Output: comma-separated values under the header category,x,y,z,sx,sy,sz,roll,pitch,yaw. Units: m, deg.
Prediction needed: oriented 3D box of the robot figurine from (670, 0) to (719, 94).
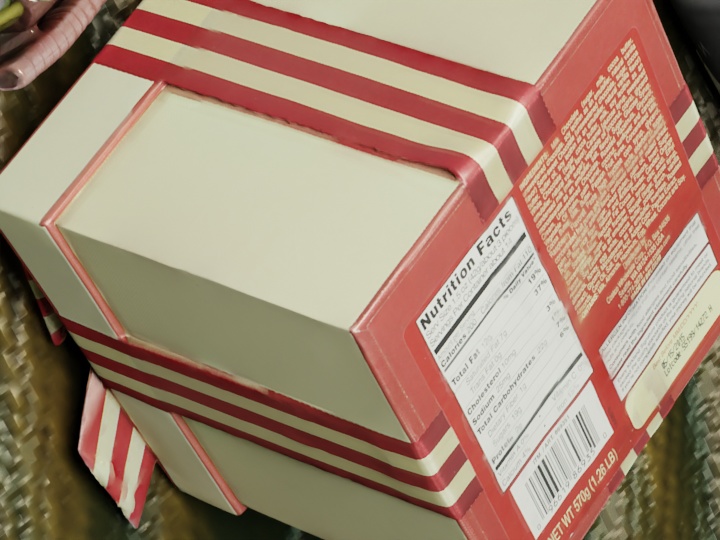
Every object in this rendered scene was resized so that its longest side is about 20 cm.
category,x,y,z,sx,sy,sz,roll,pitch,yaw
robot figurine,0.196,-0.093,1.121,0.150,0.125,0.200,-41,116,-16

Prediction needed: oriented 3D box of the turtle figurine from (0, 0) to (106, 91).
category,x,y,z,sx,sy,sz,roll,pitch,yaw
turtle figurine,-0.151,-0.109,0.852,0.143,0.200,0.194,33,75,3

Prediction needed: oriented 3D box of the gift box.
category,x,y,z,sx,sy,sz,roll,pitch,yaw
gift box,0.000,0.000,0.946,0.185,0.186,0.201,-49,138,-26
